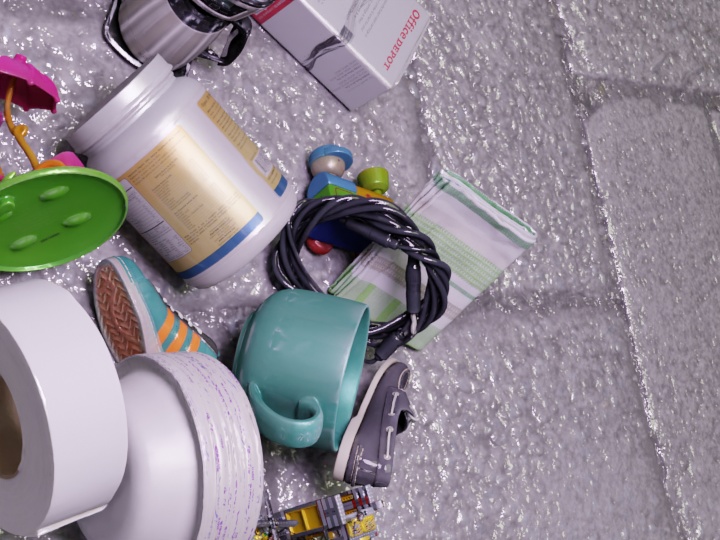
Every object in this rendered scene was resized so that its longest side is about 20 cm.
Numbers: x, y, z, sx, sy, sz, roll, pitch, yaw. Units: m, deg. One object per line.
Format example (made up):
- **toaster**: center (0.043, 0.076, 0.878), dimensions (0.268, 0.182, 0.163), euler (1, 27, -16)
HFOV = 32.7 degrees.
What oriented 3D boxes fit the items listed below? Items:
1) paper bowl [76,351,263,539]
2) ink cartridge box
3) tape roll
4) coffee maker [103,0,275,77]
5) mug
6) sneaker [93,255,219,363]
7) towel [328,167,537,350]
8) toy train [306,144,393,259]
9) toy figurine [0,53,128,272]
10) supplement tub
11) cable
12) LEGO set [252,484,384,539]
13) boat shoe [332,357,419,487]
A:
- **paper bowl**: center (-0.181, 0.172, 1.063), dimensions (0.104, 0.200, 0.202), euler (-1, 74, -41)
- **ink cartridge box**: center (-0.029, -0.310, 1.453), dimensions (0.200, 0.083, 0.146), euler (43, 51, -21)
- **tape roll**: center (-0.274, 0.111, 1.007), dimensions (0.071, 0.202, 0.203), euler (-17, 85, -43)
- **coffee maker**: center (-0.163, -0.319, 1.264), dimensions (0.134, 0.200, 0.193), euler (4, 71, -40)
- **mug**: center (-0.064, 0.093, 1.210), dimensions (0.114, 0.185, 0.153), euler (12, 84, 7)
- **sneaker**: center (-0.188, 0.071, 1.188), dimensions (0.080, 0.071, 0.201), euler (-32, 103, -44)
- **towel**: center (0.081, -0.004, 1.363), dimensions (0.149, 0.200, 0.031), euler (32, 24, -26)
- **toy train**: center (0.026, -0.068, 1.418), dimensions (0.199, 0.085, 0.116), euler (16, 51, -35)
- **toy figurine**: center (-0.329, -0.105, 1.107), dimensions (0.150, 0.199, 0.185), euler (64, 2, -64)
- **supplement tub**: center (-0.175, -0.097, 1.207), dimensions (0.200, 0.144, 0.145), euler (48, 50, -16)
- **cable**: center (0.000, 0.000, 1.316), dimensions (0.200, 0.163, 0.051), euler (50, 21, -13)
- **LEGO set**: center (-0.045, 0.283, 1.173), dimensions (0.200, 0.116, 0.154), euler (8, 65, -50)
- **boat shoe**: center (0.028, 0.164, 1.300), dimensions (0.062, 0.073, 0.200), euler (16, 31, 11)
